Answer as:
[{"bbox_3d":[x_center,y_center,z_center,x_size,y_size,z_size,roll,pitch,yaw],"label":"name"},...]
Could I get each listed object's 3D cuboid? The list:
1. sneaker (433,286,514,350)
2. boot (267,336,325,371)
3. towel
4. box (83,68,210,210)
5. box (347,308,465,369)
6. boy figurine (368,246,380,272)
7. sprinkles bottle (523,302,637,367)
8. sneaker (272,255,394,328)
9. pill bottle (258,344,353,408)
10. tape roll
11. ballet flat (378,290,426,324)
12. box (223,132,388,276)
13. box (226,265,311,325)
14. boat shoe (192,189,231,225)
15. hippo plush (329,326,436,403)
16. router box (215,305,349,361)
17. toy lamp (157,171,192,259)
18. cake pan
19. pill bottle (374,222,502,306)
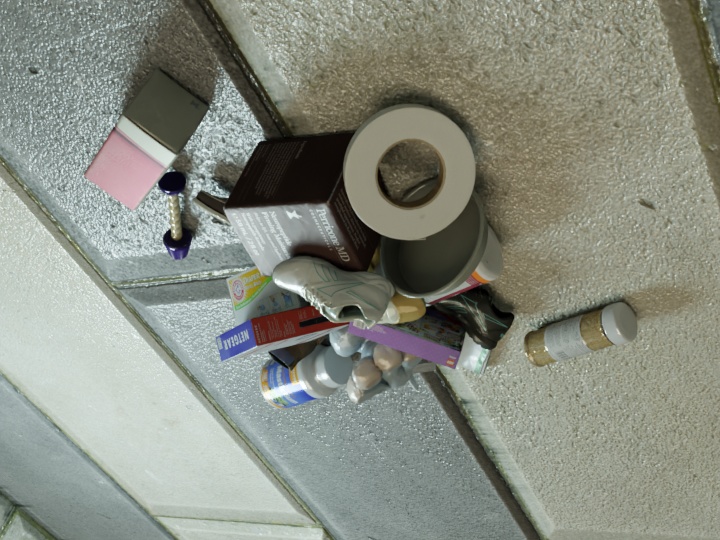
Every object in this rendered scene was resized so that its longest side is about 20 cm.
[{"bbox_3d":[0.184,0.051,1.693,0.200,0.076,0.079,39,112,-12],"label":"sneaker"},{"bbox_3d":[-0.174,0.118,1.883,0.199,0.097,0.075,25,154,31],"label":"boot"},{"bbox_3d":[0.153,0.128,1.815,0.198,0.031,0.150,18,141,8],"label":"towel"},{"bbox_3d":[-0.358,-0.214,1.593,0.109,0.128,0.200,35,140,-14],"label":"box"},{"bbox_3d":[0.087,0.101,1.700,0.198,0.137,0.039,19,112,6],"label":"box"},{"bbox_3d":[0.000,0.000,1.675,0.199,0.065,0.125,20,118,-34],"label":"boy figurine"},{"bbox_3d":[0.376,0.113,1.651,0.068,0.069,0.199,42,139,-23],"label":"sprinkles bottle"},{"bbox_3d":[-0.051,0.034,1.502,0.199,0.081,0.071,12,146,14],"label":"sneaker"},{"bbox_3d":[-0.111,0.217,1.990,0.199,0.113,0.112,-22,124,43],"label":"pill bottle"},{"bbox_3d":[0.073,-0.146,1.432,0.201,0.037,0.205,-2,109,-6],"label":"tape roll"},{"bbox_3d":[0.019,0.062,1.573,0.199,0.063,0.069,5,124,44],"label":"ballet flat"},{"bbox_3d":[-0.081,-0.104,1.550,0.198,0.165,0.167,-1,136,28],"label":"box"},{"bbox_3d":[-0.141,0.034,1.753,0.199,0.112,0.102,-22,81,47],"label":"box"},{"bbox_3d":[-0.201,-0.099,1.706,0.199,0.060,0.072,27,-177,1],"label":"boat shoe"},{"bbox_3d":[0.035,0.134,1.785,0.161,0.199,0.160,58,134,25],"label":"hippo plush"},{"bbox_3d":[-0.142,0.108,1.701,0.178,0.049,0.200,-11,173,-29],"label":"router box"},{"bbox_3d":[-0.344,-0.096,1.787,0.058,0.058,0.201,18,141,6],"label":"toy lamp"},{"bbox_3d":[0.118,-0.048,1.505,0.199,0.202,0.037,-13,153,38],"label":"cake pan"},{"bbox_3d":[0.126,-0.006,1.583,0.199,0.110,0.110,-24,123,33],"label":"pill bottle"}]
